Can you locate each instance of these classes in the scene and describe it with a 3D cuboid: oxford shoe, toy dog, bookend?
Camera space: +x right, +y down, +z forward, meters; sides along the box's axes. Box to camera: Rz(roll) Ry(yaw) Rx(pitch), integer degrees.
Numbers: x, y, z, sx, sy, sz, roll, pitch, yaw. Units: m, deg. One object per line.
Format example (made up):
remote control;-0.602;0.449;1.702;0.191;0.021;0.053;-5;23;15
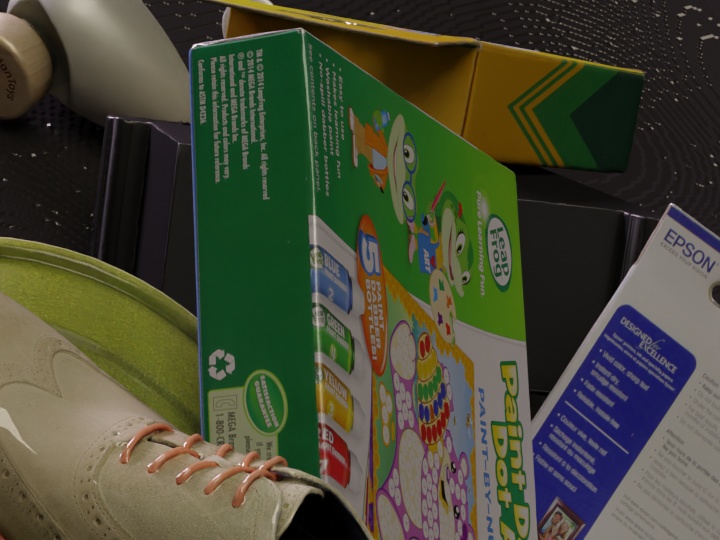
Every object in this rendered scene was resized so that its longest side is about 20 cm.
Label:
oxford shoe;-0.043;0.063;0.622;0.200;0.074;0.071;41;38;3
toy dog;-0.091;-0.100;1.103;0.199;0.096;0.132;16;47;-3
bookend;0.000;0.000;0.972;0.198;0.093;0.200;6;8;-15

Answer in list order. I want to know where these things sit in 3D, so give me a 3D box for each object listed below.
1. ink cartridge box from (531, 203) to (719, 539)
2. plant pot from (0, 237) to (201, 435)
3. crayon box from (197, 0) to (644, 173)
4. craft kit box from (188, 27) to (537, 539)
ink cartridge box;0.104;0.085;0.864;0.099;0.200;0.039;40;18;28
plant pot;-0.125;0.121;0.691;0.200;0.201;0.193;16;26;-3
crayon box;0.026;-0.081;1.034;0.127;0.051;0.200;14;7;31
craft kit box;0.007;0.044;0.772;0.048;0.197;0.201;-7;77;19
